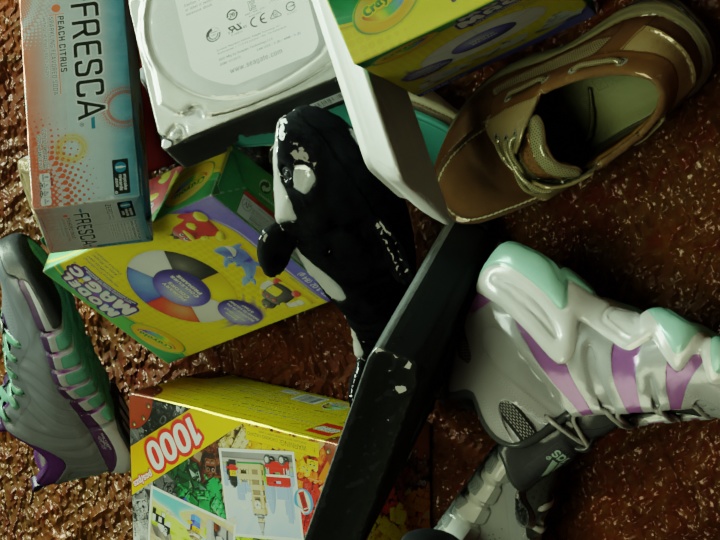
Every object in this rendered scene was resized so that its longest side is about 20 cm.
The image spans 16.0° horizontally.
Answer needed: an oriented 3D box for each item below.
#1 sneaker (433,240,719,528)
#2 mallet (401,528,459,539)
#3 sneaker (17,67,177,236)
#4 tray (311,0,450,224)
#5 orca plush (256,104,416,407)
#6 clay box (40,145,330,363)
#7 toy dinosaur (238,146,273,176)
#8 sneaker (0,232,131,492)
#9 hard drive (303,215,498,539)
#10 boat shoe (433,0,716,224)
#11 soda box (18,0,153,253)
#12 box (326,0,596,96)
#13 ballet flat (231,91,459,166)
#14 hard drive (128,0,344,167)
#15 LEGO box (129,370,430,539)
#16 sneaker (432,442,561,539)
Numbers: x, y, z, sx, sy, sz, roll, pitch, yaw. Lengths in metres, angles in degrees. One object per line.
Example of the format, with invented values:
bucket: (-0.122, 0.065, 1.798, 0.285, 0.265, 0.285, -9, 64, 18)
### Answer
sneaker: (0.129, 0.082, 1.398, 0.199, 0.078, 0.141, 25, 87, 35)
mallet: (0.113, 0.186, 1.447, 0.198, 0.041, 0.066, 3, 113, 12)
sneaker: (-0.164, -0.075, 1.692, 0.072, 0.112, 0.200, 63, 162, 9)
tray: (-0.001, -0.124, 1.405, 0.022, 0.107, 0.201, -22, 72, 12)
orca plush: (0.000, 0.000, 1.485, 0.071, 0.105, 0.201, 40, 140, 48)
clay box: (-0.112, -0.004, 1.619, 0.199, 0.115, 0.048, -23, 39, 43)
toy dinosaur: (-0.067, -0.064, 1.611, 0.200, 0.047, 0.089, -31, 85, 46)
sneaker: (-0.218, 0.070, 1.693, 0.075, 0.087, 0.201, -106, -6, -56)
hard drive: (0.026, 0.063, 1.450, 0.033, 0.200, 0.140, 22, 118, 5)
boat shoe: (0.106, -0.080, 1.407, 0.076, 0.074, 0.200, 46, 132, -9)
soda box: (-0.169, -0.115, 1.560, 0.064, 0.068, 0.201, 82, -178, -66)
box: (0.055, -0.144, 1.350, 0.117, 0.200, 0.049, -24, 81, 11)
ballet flat: (-0.019, -0.105, 1.529, 0.198, 0.069, 0.070, 8, 106, 15)
hard drive: (-0.072, -0.176, 1.516, 0.139, 0.038, 0.201, -20, 64, 13)
LEGO box: (-0.052, 0.157, 1.622, 0.199, 0.077, 0.150, 10, 106, 41)
sneaker: (0.100, 0.170, 1.502, 0.115, 0.075, 0.200, 37, 115, 4)
